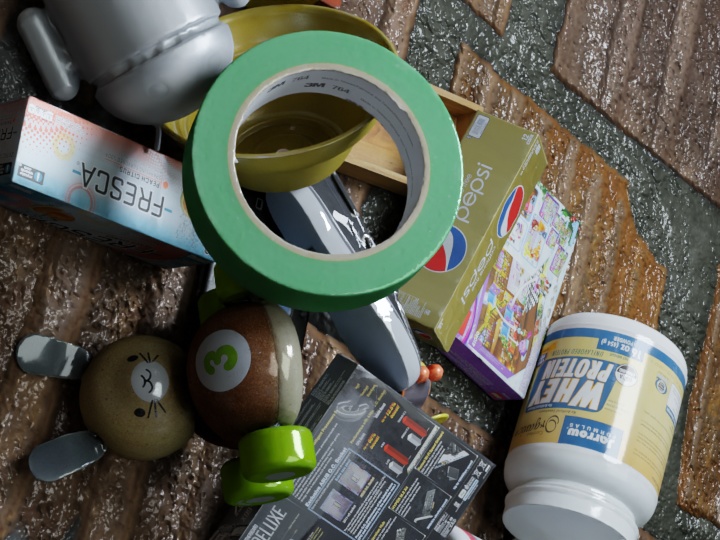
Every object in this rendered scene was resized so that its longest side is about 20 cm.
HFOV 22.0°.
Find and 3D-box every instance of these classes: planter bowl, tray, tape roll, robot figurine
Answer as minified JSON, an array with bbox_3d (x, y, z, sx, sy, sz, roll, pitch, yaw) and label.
[{"bbox_3d":[-0.065,-0.120,1.460,0.200,0.200,0.084,-49,147,-38],"label":"planter bowl"},{"bbox_3d":[0.029,-0.123,1.640,0.200,0.037,0.099,18,72,-45],"label":"tray"},{"bbox_3d":[-0.027,-0.072,1.332,0.200,0.048,0.201,4,74,-13],"label":"tape roll"},{"bbox_3d":[-0.167,-0.193,1.369,0.169,0.113,0.200,-28,95,-2],"label":"robot figurine"}]

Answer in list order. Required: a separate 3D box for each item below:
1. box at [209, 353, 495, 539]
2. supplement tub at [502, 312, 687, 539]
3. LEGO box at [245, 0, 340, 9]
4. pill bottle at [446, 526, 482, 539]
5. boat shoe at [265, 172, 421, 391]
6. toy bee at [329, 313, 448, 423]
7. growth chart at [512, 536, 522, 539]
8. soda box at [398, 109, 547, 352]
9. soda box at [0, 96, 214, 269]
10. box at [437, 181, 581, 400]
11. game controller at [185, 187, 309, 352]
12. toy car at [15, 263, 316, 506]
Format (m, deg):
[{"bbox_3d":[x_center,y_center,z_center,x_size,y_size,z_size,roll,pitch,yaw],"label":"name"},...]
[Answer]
[{"bbox_3d":[-0.009,0.192,1.477,0.158,0.050,0.200,37,84,-24],"label":"box"},{"bbox_3d":[0.216,0.157,1.720,0.145,0.144,0.200,41,55,-35],"label":"supplement tub"},{"bbox_3d":[-0.099,-0.310,1.496,0.200,0.077,0.149,23,69,-43],"label":"LEGO box"},{"bbox_3d":[0.117,0.306,1.604,0.200,0.119,0.120,31,64,-33],"label":"pill bottle"},{"bbox_3d":[0.000,0.000,1.499,0.066,0.070,0.200,-33,88,-32],"label":"boat shoe"},{"bbox_3d":[0.019,0.113,1.548,0.131,0.109,0.201,-32,109,-42],"label":"toy bee"},{"bbox_3d":[0.156,0.309,1.734,0.200,0.018,0.145,-21,101,-46],"label":"growth chart"},{"bbox_3d":[0.089,-0.034,1.619,0.200,0.064,0.068,-61,159,-12],"label":"soda box"},{"bbox_3d":[-0.193,-0.062,1.377,0.200,0.063,0.069,23,69,-42],"label":"soda box"},{"bbox_3d":[0.130,0.001,1.728,0.137,0.039,0.200,42,57,-36],"label":"box"},{"bbox_3d":[-0.086,0.022,1.496,0.104,0.042,0.201,27,65,-41],"label":"game controller"},{"bbox_3d":[-0.149,0.087,1.356,0.199,0.158,0.165,-5,72,-15],"label":"toy car"}]
